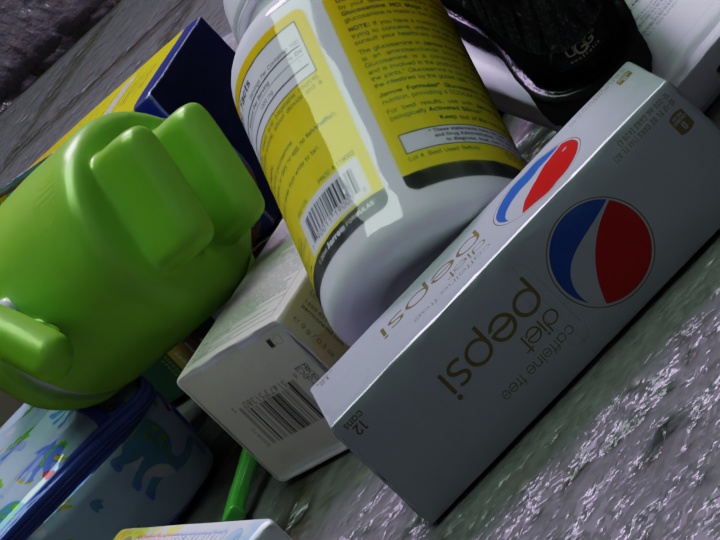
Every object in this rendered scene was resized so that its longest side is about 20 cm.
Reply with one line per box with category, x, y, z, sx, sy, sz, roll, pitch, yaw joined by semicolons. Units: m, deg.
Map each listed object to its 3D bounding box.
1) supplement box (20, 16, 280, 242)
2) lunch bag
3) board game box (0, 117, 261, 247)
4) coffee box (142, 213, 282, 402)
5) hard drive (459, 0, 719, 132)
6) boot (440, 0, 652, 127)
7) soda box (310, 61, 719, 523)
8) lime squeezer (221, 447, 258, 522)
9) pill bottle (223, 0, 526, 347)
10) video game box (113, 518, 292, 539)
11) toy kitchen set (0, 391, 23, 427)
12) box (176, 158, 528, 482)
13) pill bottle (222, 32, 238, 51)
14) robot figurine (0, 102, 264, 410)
supplement box;-0.139;-0.040;1.562;0.200;0.109;0.110;-38;15;32
lunch bag;-0.167;0.126;1.426;0.161;0.083;0.200;-44;14;-10
board game box;-0.146;-0.002;1.431;0.199;0.158;0.039;-33;51;10
coffee box;-0.077;0.012;1.554;0.200;0.044;0.123;-32;20;47
hard drive;0.112;-0.129;1.245;0.132;0.027;0.199;-49;40;-13
boot;0.053;-0.174;1.187;0.079;0.158;0.211;-39;39;-1
soda box;0.072;0.008;1.067;0.200;0.064;0.068;-46;14;2
lime squeezer;-0.054;0.075;1.348;0.200;0.037;0.071;-117;41;-75
pill bottle;0.006;-0.067;1.185;0.112;0.112;0.201;-40;53;23
video game box;-0.117;0.195;1.141;0.183;0.047;0.200;-53;15;-20
toy kitchen set;-0.236;0.029;1.775;0.181;0.198;0.165;-115;28;-76
box;0.000;0.000;1.277;0.095;0.078;0.200;-31;20;47
pill bottle;-0.028;-0.120;1.641;0.114;0.114;0.200;-51;15;-22
robot figurine;-0.135;-0.003;1.316;0.200;0.116;0.175;-39;-5;40
